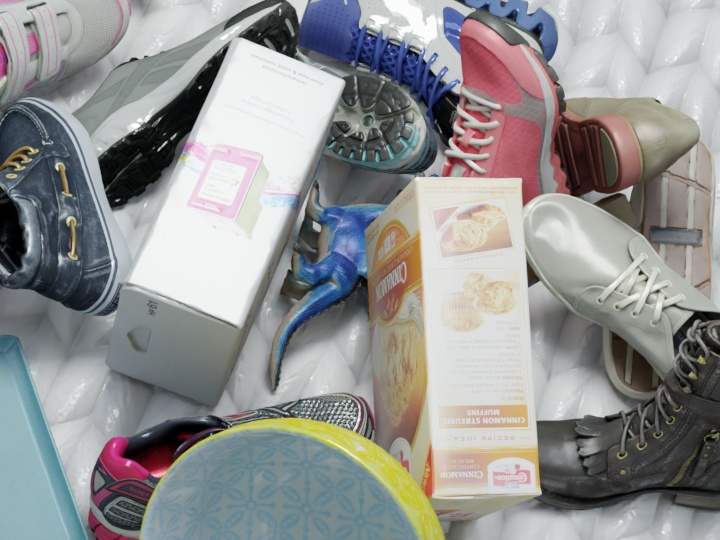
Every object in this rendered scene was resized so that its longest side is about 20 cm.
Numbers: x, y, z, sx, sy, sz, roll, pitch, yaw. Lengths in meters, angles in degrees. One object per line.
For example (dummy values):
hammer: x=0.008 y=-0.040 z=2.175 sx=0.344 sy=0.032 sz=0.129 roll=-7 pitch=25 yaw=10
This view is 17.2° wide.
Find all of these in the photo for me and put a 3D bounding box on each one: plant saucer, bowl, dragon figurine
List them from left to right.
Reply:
plant saucer: x=-0.223 y=0.125 z=1.524 sx=0.070 sy=0.019 sz=0.200 roll=5 pitch=48 yaw=-40
bowl: x=-0.024 y=0.173 z=1.462 sx=0.200 sy=0.200 sz=0.108 roll=33 pitch=26 yaw=12
dragon figurine: x=0.000 y=0.000 z=1.656 sx=0.099 sy=0.059 sz=0.200 roll=17 pitch=51 yaw=0

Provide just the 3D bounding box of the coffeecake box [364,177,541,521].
coffeecake box: x=0.056 y=0.055 z=1.528 sx=0.073 sy=0.154 sz=0.200 roll=0 pitch=78 yaw=-13

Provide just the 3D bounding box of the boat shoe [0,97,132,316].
boat shoe: x=-0.224 y=-0.056 z=1.604 sx=0.091 sy=0.071 sz=0.200 roll=19 pitch=30 yaw=-43

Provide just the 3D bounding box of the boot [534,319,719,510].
boot: x=0.202 y=0.086 z=1.566 sx=0.200 sy=0.174 sz=0.069 roll=3 pitch=53 yaw=-11

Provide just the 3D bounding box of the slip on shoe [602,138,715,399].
slip on shoe: x=0.214 y=0.001 z=1.708 sx=0.076 sy=0.061 sz=0.200 roll=7 pitch=70 yaw=0

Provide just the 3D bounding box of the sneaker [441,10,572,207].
sneaker: x=0.094 y=-0.086 z=1.664 sx=0.087 sy=0.200 sz=0.074 roll=-36 pitch=43 yaw=-23

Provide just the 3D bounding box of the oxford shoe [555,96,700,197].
oxford shoe: x=0.181 y=-0.092 z=1.704 sx=0.075 sy=0.070 sz=0.200 roll=-16 pitch=14 yaw=-12

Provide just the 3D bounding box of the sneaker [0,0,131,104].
sneaker: x=-0.251 y=-0.154 z=1.676 sx=0.200 sy=0.081 sz=0.088 roll=-22 pitch=20 yaw=-16

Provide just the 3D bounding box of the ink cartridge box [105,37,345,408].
ink cartridge box: x=-0.090 y=-0.028 z=1.580 sx=0.085 sy=0.145 sz=0.200 roll=23 pitch=64 yaw=1

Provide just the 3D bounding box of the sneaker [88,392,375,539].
sneaker: x=-0.077 y=0.122 z=1.530 sx=0.200 sy=0.075 sz=0.081 roll=-19 pitch=47 yaw=-26

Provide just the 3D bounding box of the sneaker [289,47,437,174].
sneaker: x=-0.032 y=-0.112 z=1.734 sx=0.200 sy=0.086 sz=0.078 roll=26 pitch=86 yaw=30

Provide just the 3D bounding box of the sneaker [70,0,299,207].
sneaker: x=-0.132 y=-0.133 z=1.685 sx=0.200 sy=0.074 sz=0.079 roll=-36 pitch=55 yaw=-4

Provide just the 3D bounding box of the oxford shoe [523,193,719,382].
oxford shoe: x=0.192 y=0.018 z=1.631 sx=0.200 sy=0.058 sz=0.075 roll=43 pitch=78 yaw=1

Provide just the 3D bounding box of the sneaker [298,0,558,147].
sneaker: x=0.052 y=-0.157 z=1.769 sx=0.199 sy=0.081 sz=0.115 roll=10 pitch=47 yaw=-7

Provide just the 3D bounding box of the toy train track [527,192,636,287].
toy train track: x=0.101 y=0.001 z=1.665 sx=0.200 sy=0.033 sz=0.115 roll=-29 pitch=107 yaw=-14
